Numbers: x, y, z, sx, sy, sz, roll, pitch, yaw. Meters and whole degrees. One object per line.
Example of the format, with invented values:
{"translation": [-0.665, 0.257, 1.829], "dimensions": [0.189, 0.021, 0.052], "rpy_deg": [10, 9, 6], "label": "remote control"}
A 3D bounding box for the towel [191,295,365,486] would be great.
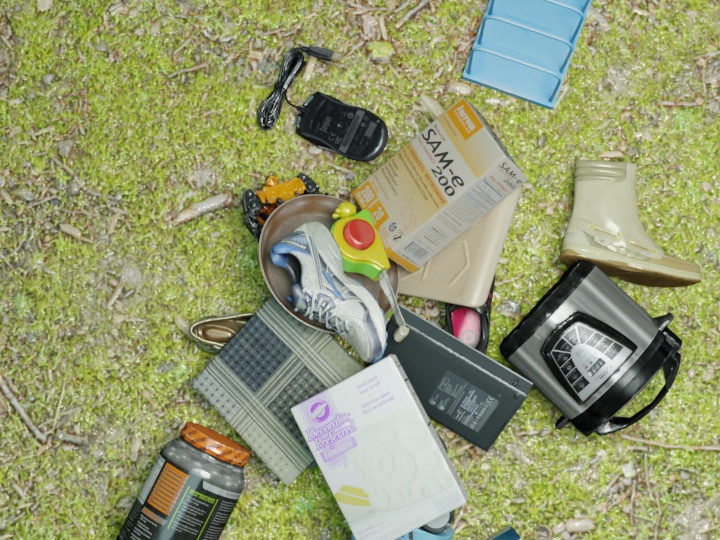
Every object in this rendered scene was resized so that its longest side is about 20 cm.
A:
{"translation": [-0.097, 0.154, 1.277], "dimensions": [0.200, 0.035, 0.193], "rpy_deg": [45, 100, 11], "label": "towel"}

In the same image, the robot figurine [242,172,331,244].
{"translation": [-0.083, -0.041, 1.326], "dimensions": [0.145, 0.058, 0.200], "rpy_deg": [-21, 76, -37], "label": "robot figurine"}

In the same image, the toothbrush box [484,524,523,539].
{"translation": [0.135, 0.417, 1.229], "dimensions": [0.200, 0.146, 0.085], "rpy_deg": [-33, 81, -1], "label": "toothbrush box"}

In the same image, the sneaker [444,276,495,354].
{"translation": [0.150, 0.033, 1.311], "dimensions": [0.076, 0.084, 0.201], "rpy_deg": [-4, 82, 2], "label": "sneaker"}

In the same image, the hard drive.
{"translation": [0.109, 0.144, 1.277], "dimensions": [0.200, 0.140, 0.033], "rpy_deg": [30, 46, 6], "label": "hard drive"}

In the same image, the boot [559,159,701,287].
{"translation": [0.376, -0.064, 1.321], "dimensions": [0.199, 0.073, 0.156], "rpy_deg": [12, 74, -5], "label": "boot"}

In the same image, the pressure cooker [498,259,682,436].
{"translation": [0.304, 0.106, 1.249], "dimensions": [0.200, 0.176, 0.179], "rpy_deg": [44, 61, 6], "label": "pressure cooker"}

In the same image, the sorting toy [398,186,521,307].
{"translation": [0.108, -0.049, 1.309], "dimensions": [0.199, 0.036, 0.186], "rpy_deg": [11, 77, 39], "label": "sorting toy"}

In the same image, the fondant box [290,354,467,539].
{"translation": [0.024, 0.225, 1.197], "dimensions": [0.144, 0.058, 0.201], "rpy_deg": [-29, 83, 7], "label": "fondant box"}

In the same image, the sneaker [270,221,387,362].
{"translation": [-0.045, 0.037, 1.190], "dimensions": [0.085, 0.077, 0.200], "rpy_deg": [-22, 67, -34], "label": "sneaker"}

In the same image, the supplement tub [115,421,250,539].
{"translation": [-0.231, 0.309, 1.272], "dimensions": [0.122, 0.123, 0.201], "rpy_deg": [27, 84, 6], "label": "supplement tub"}

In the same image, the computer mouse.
{"translation": [-0.038, -0.237, 1.378], "dimensions": [0.199, 0.046, 0.141], "rpy_deg": [20, 88, 17], "label": "computer mouse"}

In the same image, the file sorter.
{"translation": [0.243, -0.354, 1.340], "dimensions": [0.138, 0.123, 0.201], "rpy_deg": [20, 83, 5], "label": "file sorter"}

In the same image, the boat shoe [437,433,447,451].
{"translation": [0.029, 0.201, 1.296], "dimensions": [0.200, 0.060, 0.074], "rpy_deg": [29, 51, 9], "label": "boat shoe"}

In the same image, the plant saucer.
{"translation": [-0.044, -0.005, 1.272], "dimensions": [0.199, 0.032, 0.201], "rpy_deg": [13, 60, -23], "label": "plant saucer"}

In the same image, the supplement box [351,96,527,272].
{"translation": [0.101, -0.112, 1.269], "dimensions": [0.200, 0.073, 0.126], "rpy_deg": [-40, 52, 15], "label": "supplement box"}

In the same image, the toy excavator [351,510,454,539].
{"translation": [0.016, 0.359, 1.275], "dimensions": [0.194, 0.100, 0.201], "rpy_deg": [18, 92, 6], "label": "toy excavator"}

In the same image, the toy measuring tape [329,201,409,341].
{"translation": [0.000, 0.000, 1.228], "dimensions": [0.073, 0.074, 0.201], "rpy_deg": [-19, 68, 0], "label": "toy measuring tape"}

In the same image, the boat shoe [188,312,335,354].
{"translation": [-0.134, 0.092, 1.326], "dimensions": [0.199, 0.063, 0.074], "rpy_deg": [-2, 81, 2], "label": "boat shoe"}
